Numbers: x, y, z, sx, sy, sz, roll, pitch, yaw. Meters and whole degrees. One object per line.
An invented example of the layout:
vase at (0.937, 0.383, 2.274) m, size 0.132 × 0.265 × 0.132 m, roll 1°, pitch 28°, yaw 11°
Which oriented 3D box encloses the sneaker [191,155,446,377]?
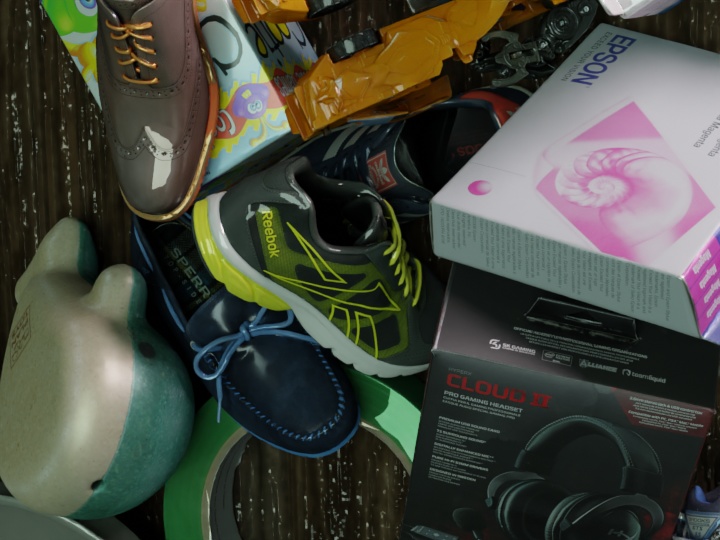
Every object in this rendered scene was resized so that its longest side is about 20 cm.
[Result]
sneaker at (0.000, 0.000, 1.075) m, size 0.084 × 0.199 × 0.075 m, roll -32°, pitch 50°, yaw 35°

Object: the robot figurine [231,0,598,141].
robot figurine at (0.035, -0.157, 1.063) m, size 0.199 × 0.058 × 0.146 m, roll -24°, pitch 90°, yaw -20°

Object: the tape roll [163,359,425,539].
tape roll at (-0.022, 0.150, 1.173) m, size 0.198 × 0.048 × 0.203 m, roll 3°, pitch 99°, yaw 17°

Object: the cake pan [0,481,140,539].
cake pan at (-0.197, 0.214, 1.206) m, size 0.198 × 0.037 × 0.202 m, roll 12°, pitch 125°, yaw 18°

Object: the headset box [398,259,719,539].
headset box at (0.106, 0.085, 1.022) m, size 0.147 × 0.078 × 0.201 m, roll 12°, pitch 136°, yaw 4°

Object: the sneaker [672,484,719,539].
sneaker at (0.197, 0.163, 1.042) m, size 0.077 × 0.201 × 0.085 m, roll 0°, pitch 137°, yaw 49°

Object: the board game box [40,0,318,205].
board game box at (-0.110, -0.150, 1.122) m, size 0.104 × 0.103 × 0.201 m, roll -30°, pitch 89°, yaw 19°

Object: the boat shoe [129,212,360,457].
boat shoe at (-0.081, 0.034, 1.122) m, size 0.084 × 0.069 × 0.200 m, roll -44°, pitch 61°, yaw -13°

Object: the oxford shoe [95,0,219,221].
oxford shoe at (-0.122, -0.125, 1.036) m, size 0.071 × 0.073 × 0.202 m, roll 0°, pitch 99°, yaw 16°

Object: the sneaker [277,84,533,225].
sneaker at (0.011, -0.057, 1.111) m, size 0.199 × 0.084 × 0.076 m, roll -24°, pitch 91°, yaw 19°

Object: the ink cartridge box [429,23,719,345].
ink cartridge box at (0.168, -0.049, 0.991) m, size 0.199 × 0.196 × 0.044 m, roll 17°, pitch 133°, yaw 28°

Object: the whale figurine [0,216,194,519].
whale figurine at (-0.161, 0.060, 1.154) m, size 0.103 × 0.201 × 0.160 m, roll 17°, pitch 123°, yaw -29°

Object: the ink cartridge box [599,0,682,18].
ink cartridge box at (0.143, -0.198, 0.988) m, size 0.066 × 0.200 × 0.116 m, roll -31°, pitch 89°, yaw 18°
